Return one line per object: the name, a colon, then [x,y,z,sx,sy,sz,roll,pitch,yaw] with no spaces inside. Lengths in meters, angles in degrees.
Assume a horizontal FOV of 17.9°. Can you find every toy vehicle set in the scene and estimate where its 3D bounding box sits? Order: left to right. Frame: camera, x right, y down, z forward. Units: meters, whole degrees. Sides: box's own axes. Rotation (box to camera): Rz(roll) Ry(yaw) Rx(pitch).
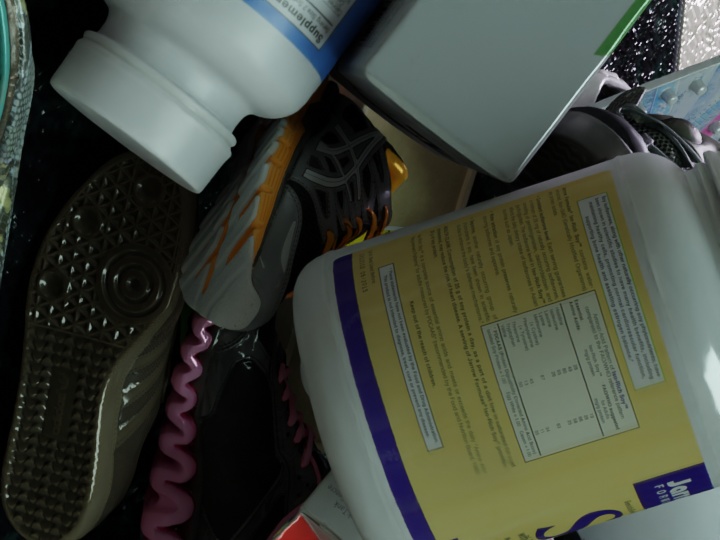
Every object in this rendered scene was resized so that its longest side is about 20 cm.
toy vehicle set: [0.000,0.000,1.206,0.124,0.027,0.200,5,105,-55]

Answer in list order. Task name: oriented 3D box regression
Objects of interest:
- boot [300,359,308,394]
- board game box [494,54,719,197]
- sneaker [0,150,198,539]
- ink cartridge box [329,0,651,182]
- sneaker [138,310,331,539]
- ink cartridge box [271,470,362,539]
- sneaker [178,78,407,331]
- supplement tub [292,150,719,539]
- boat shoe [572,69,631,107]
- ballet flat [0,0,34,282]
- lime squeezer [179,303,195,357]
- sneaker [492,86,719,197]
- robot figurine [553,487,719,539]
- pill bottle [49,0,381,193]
boot: [0.027,0.055,1.157,0.200,0.074,0.096,-39,138,-57]
board game box: [0.158,-0.034,1.274,0.200,0.026,0.200,-22,148,-21]
sneaker: [-0.122,0.032,1.095,0.200,0.070,0.076,-69,169,14]
ink cartridge box: [0.062,-0.125,1.036,0.146,0.084,0.200,-53,-172,2]
sneaker: [-0.052,0.079,1.129,0.079,0.095,0.200,-78,-178,-69]
ink cartridge box: [0.011,0.161,1.116,0.176,0.045,0.200,-48,150,-12]
sneaker: [-0.024,-0.029,1.050,0.078,0.077,0.200,-48,-169,31]
supplement tub: [0.086,0.035,0.958,0.200,0.145,0.145,-18,142,8]
boat shoe: [0.135,-0.075,1.287,0.072,0.066,0.200,-63,154,-9]
ballet flat: [-0.173,-0.052,0.963,0.072,0.072,0.200,-13,126,-45]
lime squeezer: [-0.071,0.099,1.215,0.071,0.038,0.200,-44,141,-14]
sneaker: [0.123,-0.053,1.094,0.114,0.076,0.199,-43,166,-11]
robot figurine: [0.159,0.096,1.193,0.150,0.125,0.200,-13,124,-14]
pill bottle: [-0.045,-0.138,0.997,0.200,0.112,0.112,-53,145,-4]
